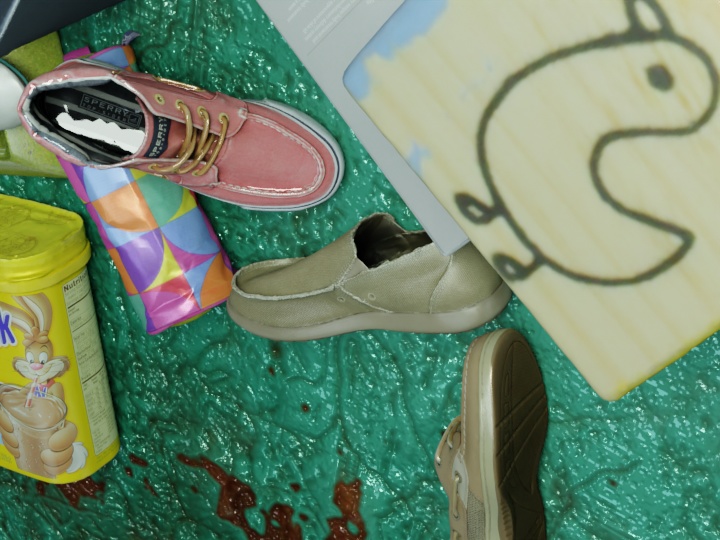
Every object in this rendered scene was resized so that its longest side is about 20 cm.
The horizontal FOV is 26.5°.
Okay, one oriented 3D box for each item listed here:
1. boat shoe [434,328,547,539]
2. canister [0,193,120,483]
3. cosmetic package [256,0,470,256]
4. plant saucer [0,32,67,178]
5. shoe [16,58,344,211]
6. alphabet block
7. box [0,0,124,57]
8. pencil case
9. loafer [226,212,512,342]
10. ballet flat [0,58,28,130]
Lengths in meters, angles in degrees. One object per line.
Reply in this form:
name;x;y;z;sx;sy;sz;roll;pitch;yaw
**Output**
boat shoe;0.076;0.124;0.972;0.064;0.071;0.201;13;123;30
canister;-0.265;0.053;1.185;0.148;0.086;0.201;13;123;32
cosmetic package;0.039;-0.122;0.855;0.200;0.090;0.107;53;133;-3
plant saucer;-0.304;-0.156;1.123;0.199;0.048;0.201;5;117;36
shoe;-0.109;-0.079;0.941;0.199;0.091;0.072;17;103;0
alphabet block;0.148;-0.097;0.709;0.200;0.196;0.195;49;135;4
box;-0.223;-0.253;0.937;0.200;0.148;0.107;48;134;5
pencil case;-0.152;-0.059;1.041;0.088;0.088;0.201;-16;102;42
loafer;0.000;0.000;0.965;0.199;0.076;0.068;-4;111;28
ballet flat;-0.319;-0.134;1.068;0.199;0.069;0.070;25;127;24
